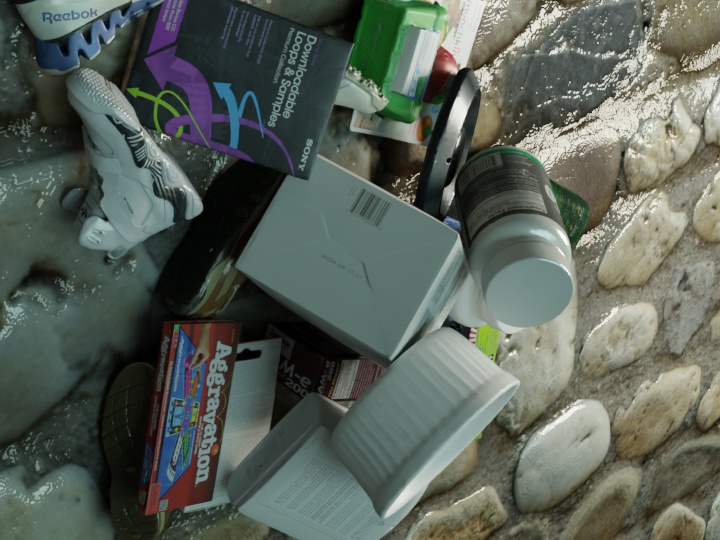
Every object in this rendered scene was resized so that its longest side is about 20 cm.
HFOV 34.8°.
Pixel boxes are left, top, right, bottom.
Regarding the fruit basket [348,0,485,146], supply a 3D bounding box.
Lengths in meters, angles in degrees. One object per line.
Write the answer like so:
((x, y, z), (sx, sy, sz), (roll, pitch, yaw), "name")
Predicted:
((0.073, -0.236, 1.317), (0.199, 0.093, 0.187), (6, 105, -49), "fruit basket")

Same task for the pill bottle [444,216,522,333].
((0.121, 0.001, 1.397), (0.111, 0.199, 0.114), (-21, 123, -37), "pill bottle")

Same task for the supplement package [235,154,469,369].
((0.000, 0.000, 1.234), (0.148, 0.190, 0.200), (-59, 167, -6), "supplement package")

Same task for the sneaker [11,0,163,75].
((-0.230, -0.276, 1.005), (0.200, 0.080, 0.116), (-47, 137, -16), "sneaker")

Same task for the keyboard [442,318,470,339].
((0.090, 0.122, 1.507), (0.103, 0.040, 0.203), (5, 108, -7), "keyboard")

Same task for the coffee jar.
((0.223, -0.089, 1.539), (0.199, 0.085, 0.105), (29, 92, -48), "coffee jar")

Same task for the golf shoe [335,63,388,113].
((-0.069, -0.194, 1.193), (0.198, 0.078, 0.098), (23, 104, -22), "golf shoe")

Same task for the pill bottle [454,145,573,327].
((0.168, -0.038, 1.263), (0.111, 0.201, 0.114), (-2, 130, -2), "pill bottle")

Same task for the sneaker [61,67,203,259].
((-0.237, -0.089, 1.065), (0.114, 0.075, 0.200), (-36, 139, -1), "sneaker")

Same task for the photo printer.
((-0.027, 0.243, 1.318), (0.199, 0.070, 0.167), (31, 113, -31), "photo printer")

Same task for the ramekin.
((0.062, 0.152, 1.189), (0.200, 0.098, 0.201), (-42, 166, -13), "ramekin")

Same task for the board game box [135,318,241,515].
((-0.181, 0.152, 1.212), (0.102, 0.019, 0.203), (0, 101, -55), "board game box")

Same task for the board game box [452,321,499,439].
((0.134, 0.143, 1.590), (0.101, 0.047, 0.203), (-9, 115, -41), "board game box")

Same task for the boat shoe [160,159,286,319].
((-0.135, -0.035, 1.227), (0.201, 0.075, 0.074), (-55, 143, 2), "boat shoe")

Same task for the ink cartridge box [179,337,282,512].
((-0.157, 0.168, 1.313), (0.108, 0.050, 0.203), (-5, 111, -42), "ink cartridge box")

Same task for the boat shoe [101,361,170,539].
((-0.234, 0.191, 1.244), (0.068, 0.071, 0.203), (-41, 135, -70), "boat shoe")

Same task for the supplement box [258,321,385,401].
((-0.014, 0.108, 1.382), (0.199, 0.108, 0.062), (4, 108, -44), "supplement box")

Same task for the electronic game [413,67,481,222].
((0.097, -0.135, 1.324), (0.200, 0.041, 0.202), (18, 90, -80), "electronic game")

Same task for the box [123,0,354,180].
((-0.120, -0.185, 1.113), (0.198, 0.036, 0.145), (17, 99, -13), "box")
